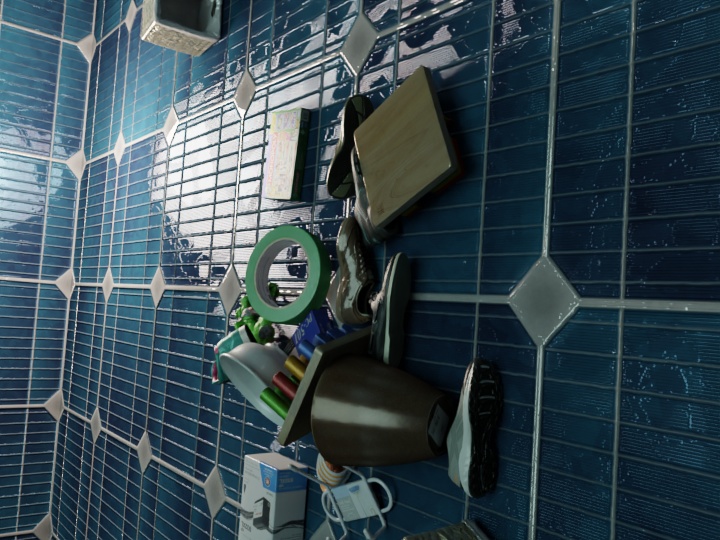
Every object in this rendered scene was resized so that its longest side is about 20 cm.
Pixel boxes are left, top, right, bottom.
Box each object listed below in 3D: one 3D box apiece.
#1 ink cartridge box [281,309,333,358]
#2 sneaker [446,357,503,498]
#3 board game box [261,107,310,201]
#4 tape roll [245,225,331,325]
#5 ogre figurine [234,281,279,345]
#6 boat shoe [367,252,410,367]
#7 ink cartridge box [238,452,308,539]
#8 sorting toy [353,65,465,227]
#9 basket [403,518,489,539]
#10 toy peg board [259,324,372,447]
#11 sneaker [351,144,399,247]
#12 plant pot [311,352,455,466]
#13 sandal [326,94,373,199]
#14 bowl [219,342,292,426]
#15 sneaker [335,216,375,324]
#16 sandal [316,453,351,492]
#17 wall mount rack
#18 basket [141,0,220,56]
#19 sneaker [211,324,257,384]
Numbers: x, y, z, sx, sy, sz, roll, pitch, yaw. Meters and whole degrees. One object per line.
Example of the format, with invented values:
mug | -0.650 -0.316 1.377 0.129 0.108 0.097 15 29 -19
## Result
ink cartridge box | -0.119 0.182 1.441 0.201 0.043 0.096 -51 50 34
sneaker | 0.165 0.234 1.047 0.079 0.072 0.207 7 90 57
board game box | -0.172 -0.266 1.588 0.133 0.029 0.207 9 92 52
tape roll | -0.154 0.010 1.453 0.195 0.048 0.207 -8 75 30
ogre figurine | -0.242 0.114 1.569 0.196 0.097 0.123 -19 59 35
boat shoe | 0.045 0.068 1.219 0.065 0.074 0.206 9 101 33
ink cartridge box | -0.187 0.504 1.451 0.143 0.082 0.207 0 85 51
sorting toy | 0.089 -0.208 1.205 0.199 0.068 0.204 -36 58 42
basket | 0.130 0.505 0.971 0.200 0.158 0.203 42 116 44
toy peg board | -0.082 0.182 1.251 0.097 0.198 0.203 33 113 23
sneaker | 0.010 -0.142 1.295 0.079 0.074 0.205 -37 58 48
plant pot | 0.050 0.240 1.127 0.196 0.185 0.193 1 85 38
sandal | -0.016 -0.241 1.359 0.057 0.078 0.207 -142 65 -75
bowl | -0.186 0.213 1.385 0.091 0.203 0.199 -46 29 -25
sneaker | 0.000 0.000 1.312 0.074 0.070 0.207 2 90 33
sandal | -0.044 0.348 1.307 0.209 0.058 0.080 -57 46 31
wall mount rack | -0.039 0.407 1.249 0.198 0.074 0.177 -31 84 43
basket | -0.510 -0.750 1.965 0.159 0.195 0.205 -10 76 56
sneaker | -0.263 0.223 1.493 0.084 0.118 0.204 -118 6 -58
